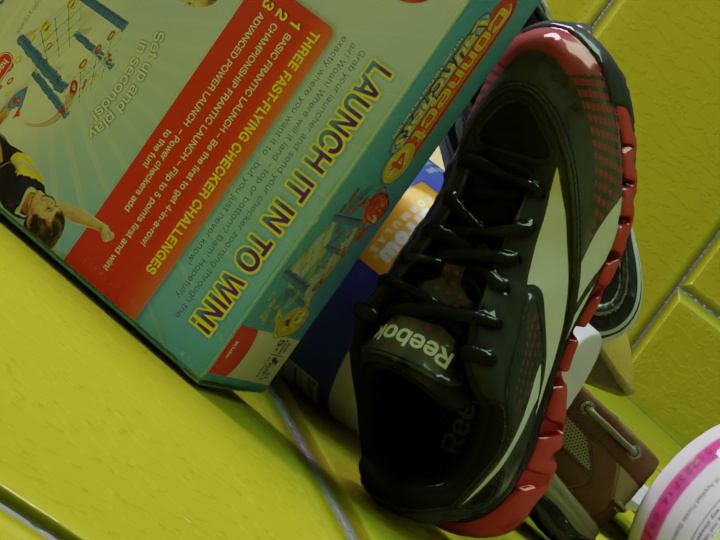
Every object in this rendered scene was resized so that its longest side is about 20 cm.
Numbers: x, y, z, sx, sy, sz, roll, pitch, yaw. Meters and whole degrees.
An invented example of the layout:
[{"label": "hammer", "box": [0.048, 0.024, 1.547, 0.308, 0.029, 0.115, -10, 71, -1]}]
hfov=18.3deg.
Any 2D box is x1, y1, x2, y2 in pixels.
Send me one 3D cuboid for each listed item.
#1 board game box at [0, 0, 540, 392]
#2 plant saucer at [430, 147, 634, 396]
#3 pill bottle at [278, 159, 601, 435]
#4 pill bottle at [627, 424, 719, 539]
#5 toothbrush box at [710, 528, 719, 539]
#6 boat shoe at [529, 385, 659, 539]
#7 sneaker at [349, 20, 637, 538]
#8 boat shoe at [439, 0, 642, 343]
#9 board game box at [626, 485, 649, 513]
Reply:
[{"label": "board game box", "box": [-0.060, -0.092, 0.833, 0.196, 0.200, 0.056, 39, 7, 22]}, {"label": "plant saucer", "box": [0.039, -0.025, 1.133, 0.199, 0.049, 0.200, 21, -17, 33]}, {"label": "pill bottle", "box": [0.000, 0.000, 0.945, 0.200, 0.112, 0.112, 37, 4, 17]}, {"label": "pill bottle", "box": [0.221, 0.161, 1.006, 0.113, 0.114, 0.200, 33, 5, -43]}, {"label": "toothbrush box", "box": [0.221, 0.120, 0.838, 0.145, 0.200, 0.086, 35, 3, -15]}, {"label": "boat shoe", "box": [0.065, 0.036, 1.048, 0.200, 0.074, 0.076, 53, -2, -10]}, {"label": "sneaker", "box": [0.046, 0.005, 0.819, 0.071, 0.201, 0.098, 20, 10, 29]}, {"label": "boat shoe", "box": [0.070, -0.056, 0.965, 0.201, 0.071, 0.064, 62, -15, -9]}, {"label": "board game box", "box": [0.109, 0.104, 1.347, 0.200, 0.026, 0.200, 35, 5, -23]}]
